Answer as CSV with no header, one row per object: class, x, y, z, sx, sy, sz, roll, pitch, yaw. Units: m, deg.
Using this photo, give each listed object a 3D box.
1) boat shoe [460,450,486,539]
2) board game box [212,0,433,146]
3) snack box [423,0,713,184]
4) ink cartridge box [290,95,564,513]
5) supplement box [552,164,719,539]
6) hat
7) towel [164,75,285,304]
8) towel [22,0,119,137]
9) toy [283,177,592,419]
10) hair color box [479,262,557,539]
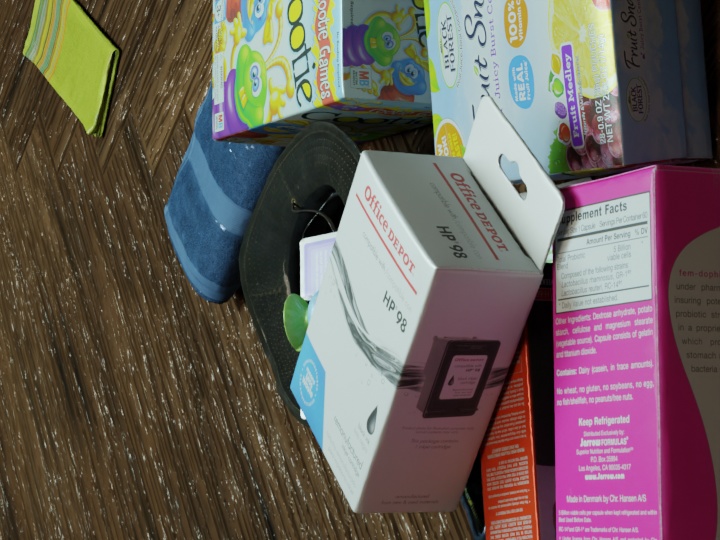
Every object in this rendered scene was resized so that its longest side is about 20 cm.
boat shoe,0.070,0.081,1.356,0.201,0.068,0.085,63,140,46
board game box,-0.012,-0.145,1.496,0.200,0.102,0.106,-10,79,62
snack box,0.110,-0.136,1.286,0.200,0.067,0.170,-5,90,64
ink cartridge box,0.032,0.016,1.223,0.116,0.066,0.201,-121,41,-50
supplement box,0.163,0.054,1.146,0.103,0.100,0.202,-9,79,63
hat,0.000,0.000,1.483,0.200,0.080,0.203,13,106,57
towel,-0.096,-0.079,1.712,0.201,0.048,0.112,-65,36,36
towel,-0.264,-0.198,2.079,0.200,0.018,0.087,47,130,53
toy,0.040,0.013,1.333,0.199,0.047,0.116,-13,67,31
hair color box,0.119,0.099,1.227,0.061,0.101,0.202,-20,71,61
